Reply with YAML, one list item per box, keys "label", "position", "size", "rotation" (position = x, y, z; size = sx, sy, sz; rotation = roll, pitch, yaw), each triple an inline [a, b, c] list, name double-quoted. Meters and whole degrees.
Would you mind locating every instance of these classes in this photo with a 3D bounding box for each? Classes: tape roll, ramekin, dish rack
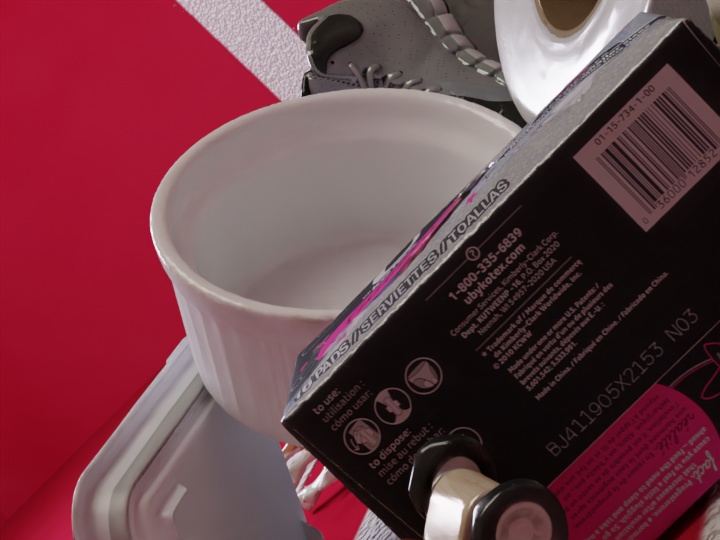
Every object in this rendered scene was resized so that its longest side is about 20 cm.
- label: "tape roll"
  position: [0.114, -0.159, 0.841]
  size: [0.203, 0.037, 0.204]
  rotation: [-175, 90, -72]
- label: "ramekin"
  position: [0.000, 0.000, 0.918]
  size: [0.201, 0.200, 0.098]
  rotation: [-52, -34, -44]
- label: "dish rack"
  position: [-0.070, 0.139, 0.930]
  size: [0.043, 0.172, 0.200]
  rotation: [-9, 21, 20]

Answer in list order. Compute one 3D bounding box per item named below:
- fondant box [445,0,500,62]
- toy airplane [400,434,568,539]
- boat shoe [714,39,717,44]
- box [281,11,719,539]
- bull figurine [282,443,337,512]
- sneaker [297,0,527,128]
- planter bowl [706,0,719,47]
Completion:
- label: "fondant box"
  position: [0.113, -0.137, 1.165]
  size: [0.144, 0.200, 0.058]
  rotation: [-45, 4, 14]
- label: "toy airplane"
  position: [-0.024, 0.146, 0.566]
  size: [0.198, 0.142, 0.200]
  rotation: [-5, 14, 30]
- label: "boat shoe"
  position: [0.168, -0.109, 0.946]
  size: [0.201, 0.060, 0.072]
  rotation: [-27, 42, -13]
- label: "box"
  position: [0.084, 0.017, 0.685]
  size: [0.200, 0.132, 0.115]
  rotation: [-45, 5, 7]
- label: "bull figurine"
  position: [-0.021, 0.094, 1.239]
  size: [0.122, 0.065, 0.200]
  rotation: [-51, 4, -3]
- label: "sneaker"
  position: [0.027, -0.091, 1.060]
  size: [0.115, 0.200, 0.075]
  rotation: [-20, -41, -23]
- label: "planter bowl"
  position: [0.199, -0.123, 0.641]
  size: [0.200, 0.200, 0.135]
  rotation: [-49, -12, -25]
